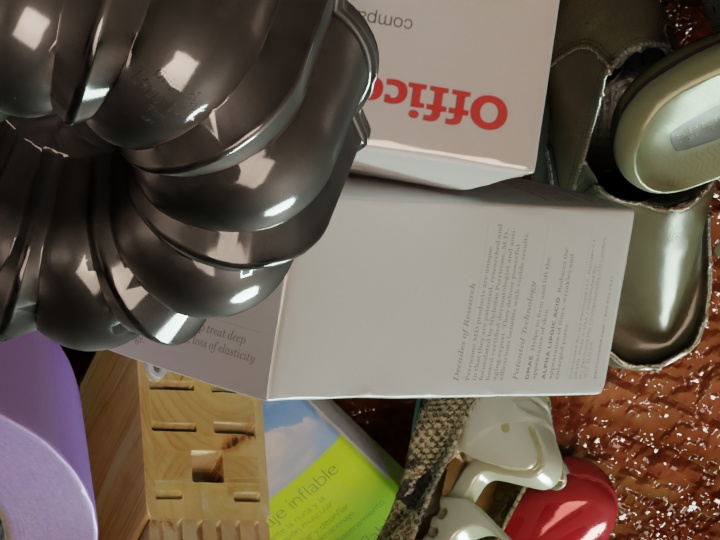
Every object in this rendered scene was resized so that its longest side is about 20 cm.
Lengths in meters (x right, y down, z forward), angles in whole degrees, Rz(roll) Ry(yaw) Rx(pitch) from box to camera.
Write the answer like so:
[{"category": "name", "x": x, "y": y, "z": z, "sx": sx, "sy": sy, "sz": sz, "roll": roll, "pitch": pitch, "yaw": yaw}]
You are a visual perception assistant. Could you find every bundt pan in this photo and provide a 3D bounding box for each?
[{"category": "bundt pan", "x": -0.097, "y": -0.046, "z": 0.967, "sx": 0.201, "sy": 0.076, "sz": 0.202, "roll": 6, "pitch": 140, "yaw": 5}]

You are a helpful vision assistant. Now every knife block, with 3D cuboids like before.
[{"category": "knife block", "x": -0.113, "y": 0.130, "z": 1.213, "sx": 0.064, "sy": 0.175, "sz": 0.201, "roll": 5, "pitch": 76, "yaw": -43}]

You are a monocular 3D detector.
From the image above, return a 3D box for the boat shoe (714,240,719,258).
[{"category": "boat shoe", "x": 0.229, "y": -0.007, "z": 1.295, "sx": 0.201, "sy": 0.074, "sz": 0.063, "roll": 9, "pitch": 116, "yaw": -43}]

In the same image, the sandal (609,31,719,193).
[{"category": "sandal", "x": 0.196, "y": -0.075, "z": 1.167, "sx": 0.201, "sy": 0.057, "sz": 0.080, "roll": -28, "pitch": 131, "yaw": 5}]

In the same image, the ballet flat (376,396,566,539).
[{"category": "ballet flat", "x": 0.044, "y": 0.105, "z": 1.257, "sx": 0.068, "sy": 0.075, "sz": 0.200, "roll": 34, "pitch": 76, "yaw": -41}]

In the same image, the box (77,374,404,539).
[{"category": "box", "x": -0.061, "y": 0.094, "z": 1.275, "sx": 0.122, "sy": 0.048, "sz": 0.200, "roll": -40, "pitch": 125, "yaw": 5}]

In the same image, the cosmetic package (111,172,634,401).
[{"category": "cosmetic package", "x": 0.000, "y": 0.000, "z": 1.153, "sx": 0.200, "sy": 0.113, "sz": 0.081, "roll": 0, "pitch": 102, "yaw": -46}]

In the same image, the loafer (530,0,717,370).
[{"category": "loafer", "x": 0.110, "y": -0.033, "z": 1.248, "sx": 0.075, "sy": 0.070, "sz": 0.200, "roll": -20, "pitch": 125, "yaw": -8}]

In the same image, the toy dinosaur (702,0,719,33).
[{"category": "toy dinosaur", "x": 0.186, "y": -0.109, "z": 1.228, "sx": 0.102, "sy": 0.077, "sz": 0.200, "roll": -45, "pitch": 128, "yaw": 1}]

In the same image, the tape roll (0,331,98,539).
[{"category": "tape roll", "x": -0.200, "y": 0.083, "z": 1.111, "sx": 0.199, "sy": 0.066, "sz": 0.200, "roll": -7, "pitch": 138, "yaw": -6}]

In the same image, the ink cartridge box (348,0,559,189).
[{"category": "ink cartridge box", "x": 0.000, "y": -0.138, "z": 1.067, "sx": 0.146, "sy": 0.084, "sz": 0.201, "roll": 8, "pitch": 87, "yaw": -11}]

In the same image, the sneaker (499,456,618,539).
[{"category": "sneaker", "x": 0.048, "y": 0.178, "z": 1.326, "sx": 0.200, "sy": 0.116, "sz": 0.078, "roll": -41, "pitch": 125, "yaw": 7}]
